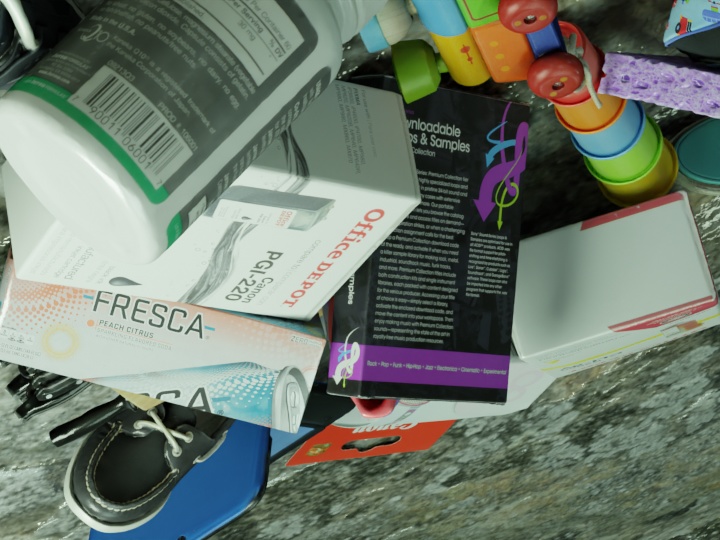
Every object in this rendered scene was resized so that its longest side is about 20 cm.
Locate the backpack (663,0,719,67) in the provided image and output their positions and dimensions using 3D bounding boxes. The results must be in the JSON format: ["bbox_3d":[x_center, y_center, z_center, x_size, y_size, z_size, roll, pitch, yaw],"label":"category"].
[{"bbox_3d":[0.281,-0.190,1.324,0.182,0.135,0.200,-7,180,-29],"label":"backpack"}]

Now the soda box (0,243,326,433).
[{"bbox_3d":[-0.126,0.038,1.352,0.200,0.064,0.068,15,106,-10],"label":"soda box"}]

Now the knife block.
[{"bbox_3d":[-0.138,0.049,1.480,0.200,0.064,0.176,-6,148,-33],"label":"knife block"}]

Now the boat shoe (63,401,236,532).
[{"bbox_3d":[-0.131,0.110,1.518,0.060,0.074,0.200,-48,174,38],"label":"boat shoe"}]

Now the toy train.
[{"bbox_3d":[0.071,-0.129,1.307,0.116,0.085,0.200,-17,148,10],"label":"toy train"}]

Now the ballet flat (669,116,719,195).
[{"bbox_3d":[0.309,-0.091,1.605,0.200,0.068,0.062,-17,162,-14],"label":"ballet flat"}]

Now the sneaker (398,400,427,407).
[{"bbox_3d":[0.049,0.042,1.572,0.081,0.088,0.200,-16,144,-17],"label":"sneaker"}]

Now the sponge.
[{"bbox_3d":[0.254,-0.118,1.435,0.200,0.111,0.030,-4,106,-53],"label":"sponge"}]

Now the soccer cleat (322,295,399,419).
[{"bbox_3d":[0.000,0.000,1.407,0.068,0.073,0.200,-7,118,7],"label":"soccer cleat"}]

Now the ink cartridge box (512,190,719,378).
[{"bbox_3d":[0.184,0.014,1.590,0.145,0.084,0.200,-18,171,9],"label":"ink cartridge box"}]

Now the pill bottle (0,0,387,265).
[{"bbox_3d":[-0.082,-0.107,1.119,0.200,0.113,0.113,-46,160,-21],"label":"pill bottle"}]

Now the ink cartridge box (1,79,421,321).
[{"bbox_3d":[-0.087,-0.050,1.271,0.200,0.085,0.146,8,145,-31],"label":"ink cartridge box"}]

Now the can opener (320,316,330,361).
[{"bbox_3d":[-0.018,0.010,1.523,0.066,0.053,0.200,-4,149,-38],"label":"can opener"}]

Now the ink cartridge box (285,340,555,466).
[{"bbox_3d":[0.055,0.115,1.779,0.162,0.057,0.200,-2,141,-38],"label":"ink cartridge box"}]

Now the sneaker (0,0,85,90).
[{"bbox_3d":[-0.194,-0.122,1.110,0.078,0.079,0.200,-32,154,11],"label":"sneaker"}]

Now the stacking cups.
[{"bbox_3d":[0.160,-0.110,1.462,0.060,0.061,0.200,-29,148,8],"label":"stacking cups"}]

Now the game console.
[{"bbox_3d":[-0.106,0.173,1.656,0.200,0.118,0.171,-34,152,28],"label":"game console"}]

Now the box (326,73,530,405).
[{"bbox_3d":[0.045,-0.017,1.392,0.036,0.200,0.143,5,179,44],"label":"box"}]
